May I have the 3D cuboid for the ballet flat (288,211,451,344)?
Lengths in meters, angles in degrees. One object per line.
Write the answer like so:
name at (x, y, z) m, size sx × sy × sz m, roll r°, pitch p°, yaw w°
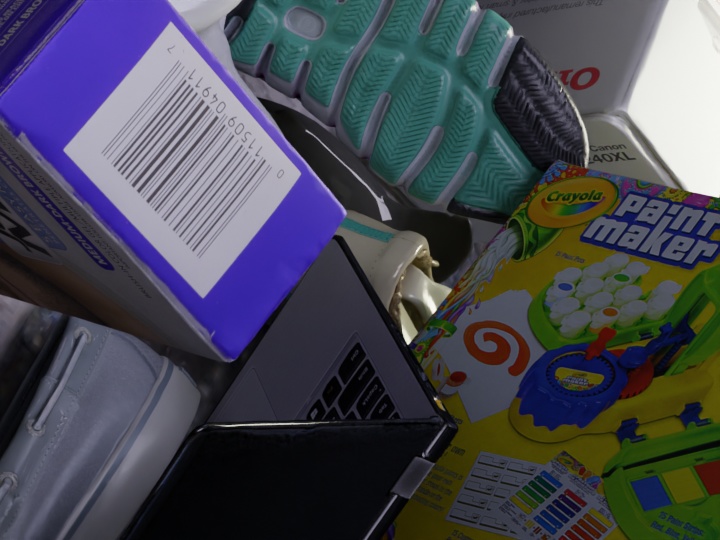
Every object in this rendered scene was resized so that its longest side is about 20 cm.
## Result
ballet flat at (0.032, 0.058, 0.783) m, size 0.070 × 0.069 × 0.200 m, roll -57°, pitch 135°, yaw -33°

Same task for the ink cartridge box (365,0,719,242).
ink cartridge box at (0.103, -0.113, 0.896) m, size 0.083 × 0.145 × 0.200 m, roll 47°, pitch 55°, yaw -36°

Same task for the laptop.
laptop at (-0.072, 0.087, 0.623) m, size 0.116 × 0.200 × 0.187 m, roll 27°, pitch 107°, yaw -28°

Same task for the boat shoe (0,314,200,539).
boat shoe at (-0.134, 0.098, 0.692) m, size 0.071 × 0.070 × 0.201 m, roll 39°, pitch 61°, yaw -10°

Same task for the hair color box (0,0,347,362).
hair color box at (-0.108, -0.041, 0.621) m, size 0.065 × 0.200 × 0.109 m, roll -51°, pitch 123°, yaw -17°

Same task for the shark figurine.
shark figurine at (-0.003, -0.022, 0.821) m, size 0.215 × 0.089 × 0.128 m, roll 57°, pitch 49°, yaw -29°

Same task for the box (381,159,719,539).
box at (0.100, 0.084, 0.661) m, size 0.193 × 0.200 × 0.122 m, roll -51°, pitch 122°, yaw -13°

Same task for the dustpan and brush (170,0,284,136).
dustpan and brush at (-0.065, -0.100, 0.682) m, size 0.140 × 0.057 × 0.200 m, roll -43°, pitch 111°, yaw -24°

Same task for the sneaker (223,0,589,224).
sneaker at (-0.001, -0.089, 0.768) m, size 0.200 × 0.088 × 0.074 m, roll 31°, pitch 100°, yaw -5°
